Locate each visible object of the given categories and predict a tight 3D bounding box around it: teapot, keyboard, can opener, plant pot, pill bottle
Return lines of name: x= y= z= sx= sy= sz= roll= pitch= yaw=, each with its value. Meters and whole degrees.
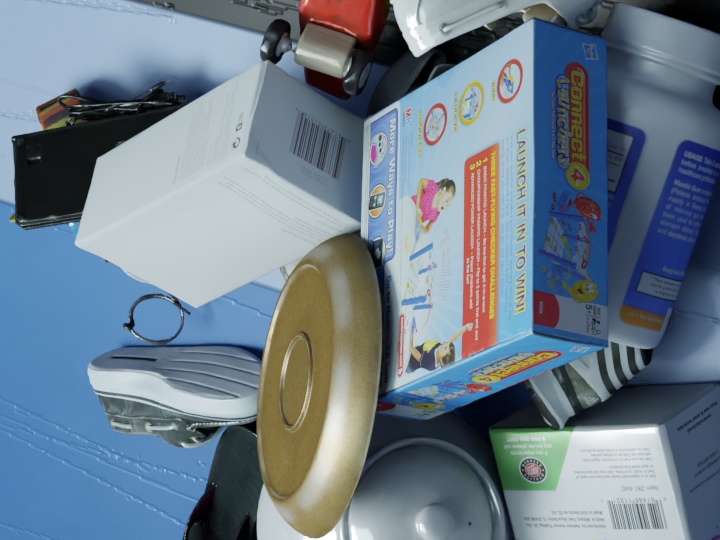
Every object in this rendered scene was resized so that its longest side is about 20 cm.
teapot: x=0.032 y=0.179 z=1.693 sx=0.146 sy=0.200 sz=0.198 roll=166 pitch=120 yaw=-69
keyboard: x=-0.158 y=-0.087 z=1.814 sx=0.200 sy=0.040 sz=0.104 roll=-8 pitch=68 yaw=11
can opener: x=0.016 y=-0.057 z=1.683 sx=0.067 sy=0.053 sz=0.200 roll=33 pitch=98 yaw=39
plant pot: x=-0.032 y=0.073 z=1.595 sx=0.200 sy=0.027 sz=0.200 roll=-173 pitch=90 yaw=-72
pill bottle: x=0.166 y=-0.061 z=1.541 sx=0.112 sy=0.112 sz=0.200 roll=21 pitch=95 yaw=31

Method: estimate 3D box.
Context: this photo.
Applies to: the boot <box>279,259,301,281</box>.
boot: x=0.000 y=0.000 z=1.769 sx=0.131 sy=0.068 sz=0.200 roll=-17 pitch=90 yaw=46

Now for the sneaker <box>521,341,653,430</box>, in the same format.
sneaker: x=0.135 y=0.003 z=1.662 sx=0.115 sy=0.076 sz=0.201 roll=-29 pitch=59 yaw=2

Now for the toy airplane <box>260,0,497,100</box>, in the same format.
toy airplane: x=0.007 y=-0.229 z=1.608 sx=0.199 sy=0.141 sz=0.200 roll=-22 pitch=107 yaw=32

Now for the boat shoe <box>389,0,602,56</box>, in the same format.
boat shoe: x=0.116 y=-0.177 z=1.519 sx=0.071 sy=0.200 sz=0.070 roll=162 pitch=92 yaw=-75

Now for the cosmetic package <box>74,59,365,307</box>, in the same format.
cosmetic package: x=-0.091 y=-0.055 z=1.675 sx=0.113 sy=0.081 sz=0.200 roll=30 pitch=146 yaw=-31

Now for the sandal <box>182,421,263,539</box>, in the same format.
sandal: x=-0.113 y=0.208 z=1.947 sx=0.075 sy=0.048 sz=0.201 roll=29 pitch=123 yaw=26

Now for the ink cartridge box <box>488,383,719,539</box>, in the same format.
ink cartridge box: x=0.187 y=0.185 z=1.672 sx=0.145 sy=0.084 sz=0.200 roll=-5 pitch=105 yaw=40

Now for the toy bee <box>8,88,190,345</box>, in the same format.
toy bee: x=-0.188 y=-0.054 z=1.860 sx=0.200 sy=0.109 sz=0.131 roll=43 pitch=85 yaw=7

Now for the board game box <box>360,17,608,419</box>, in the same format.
board game box: x=0.072 y=-0.027 z=1.511 sx=0.196 sy=0.056 sz=0.200 roll=-26 pitch=57 yaw=54

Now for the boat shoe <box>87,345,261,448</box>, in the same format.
boat shoe: x=-0.132 y=0.102 z=1.915 sx=0.200 sy=0.072 sz=0.071 roll=7 pitch=120 yaw=48
